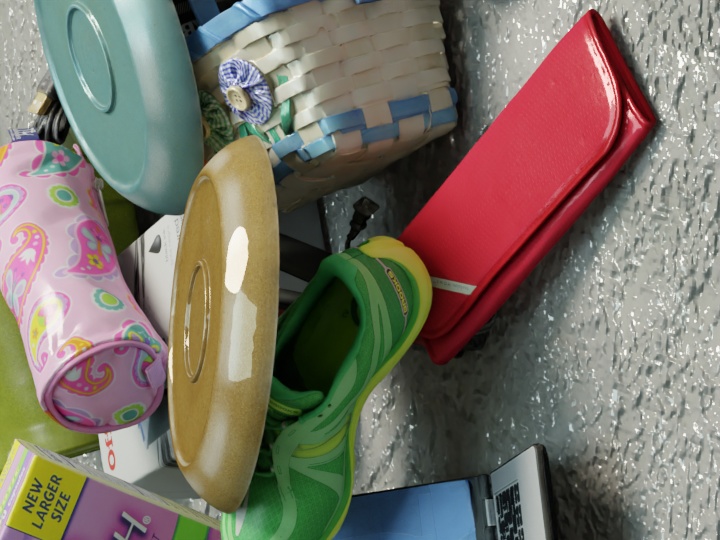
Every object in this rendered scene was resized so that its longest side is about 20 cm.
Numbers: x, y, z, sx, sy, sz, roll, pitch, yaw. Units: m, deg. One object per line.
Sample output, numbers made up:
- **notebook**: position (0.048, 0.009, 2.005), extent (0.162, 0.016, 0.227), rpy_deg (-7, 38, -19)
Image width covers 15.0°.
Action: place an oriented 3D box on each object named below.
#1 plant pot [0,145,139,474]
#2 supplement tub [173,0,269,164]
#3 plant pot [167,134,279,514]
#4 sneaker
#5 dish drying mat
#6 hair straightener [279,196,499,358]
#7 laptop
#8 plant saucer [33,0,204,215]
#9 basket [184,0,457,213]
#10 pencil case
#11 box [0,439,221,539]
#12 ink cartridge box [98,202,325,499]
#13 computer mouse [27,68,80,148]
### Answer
- **plant pot**: position (-0.224, 0.035, 1.842), extent (0.200, 0.200, 0.193), rpy_deg (-23, 83, 60)
- **supplement tub**: position (-0.118, -0.162, 1.657), extent (0.123, 0.122, 0.200), rpy_deg (-42, 69, 55)
- **plant pot**: position (-0.076, 0.027, 1.444), extent (0.200, 0.027, 0.201), rpy_deg (-175, 90, -77)
- **sneaker**: position (-0.034, 0.071, 1.436), extent (0.074, 0.083, 0.200), rpy_deg (31, 106, 33)
- **dish drying mat**: position (0.077, -0.039, 1.398), extent (0.200, 0.018, 0.077), rpy_deg (-51, 50, 39)
- **hair straightener**: position (0.000, 0.000, 1.511), extent (0.200, 0.041, 0.077), rpy_deg (16, 110, 44)
- **laptop**: position (0.033, 0.199, 1.412), extent (0.200, 0.116, 0.188), rpy_deg (125, 139, -77)
- **plant saucer**: position (-0.143, -0.123, 1.547), extent (0.200, 0.027, 0.200), rpy_deg (49, 150, 43)
- **basket**: position (-0.039, -0.144, 1.513), extent (0.176, 0.139, 0.200), rpy_deg (-34, 71, 58)
- **pencil case**: position (-0.179, 0.005, 1.671), extent (0.200, 0.087, 0.088), rpy_deg (65, 144, 41)
- **box**: position (-0.139, 0.218, 1.590), extent (0.176, 0.200, 0.097), rpy_deg (-67, 12, -4)
- **ink cartridge box**: position (-0.093, 0.048, 1.685), extent (0.200, 0.086, 0.147), rpy_deg (-34, 62, 56)
- **computer mouse**: position (-0.183, -0.115, 1.840), extent (0.200, 0.044, 0.110), rpy_deg (111, -178, -79)
